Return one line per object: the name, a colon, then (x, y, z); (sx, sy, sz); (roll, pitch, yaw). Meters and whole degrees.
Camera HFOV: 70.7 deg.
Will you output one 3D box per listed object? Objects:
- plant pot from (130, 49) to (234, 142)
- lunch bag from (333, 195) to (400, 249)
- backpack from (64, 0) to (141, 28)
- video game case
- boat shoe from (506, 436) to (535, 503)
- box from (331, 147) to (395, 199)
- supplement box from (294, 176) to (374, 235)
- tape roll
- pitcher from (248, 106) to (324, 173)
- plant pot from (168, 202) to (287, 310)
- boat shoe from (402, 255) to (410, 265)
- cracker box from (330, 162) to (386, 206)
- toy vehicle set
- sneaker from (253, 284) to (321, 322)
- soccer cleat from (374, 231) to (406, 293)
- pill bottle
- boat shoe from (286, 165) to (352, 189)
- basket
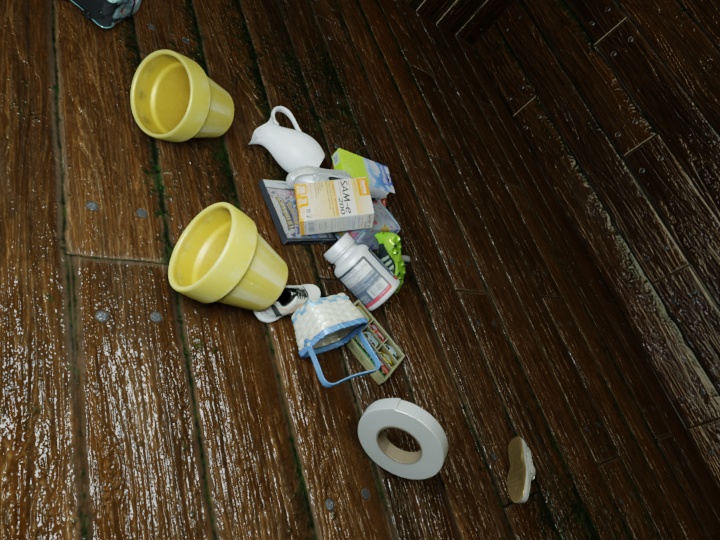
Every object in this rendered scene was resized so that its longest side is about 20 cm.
plant pot: (-0.420, -0.410, 1.250); (0.201, 0.201, 0.189); (60, 24, 12)
lunch bag: (-0.007, -0.163, 1.507); (0.169, 0.127, 0.200); (-3, 48, -47)
backpack: (-0.657, -0.748, 1.312); (0.176, 0.153, 0.200); (35, 34, -11)
video game case: (-0.174, -0.163, 1.417); (0.180, 0.025, 0.200); (-5, 63, -47)
boat shoe: (0.458, 0.564, 1.421); (0.069, 0.071, 0.200); (38, 38, -13)
box: (0.010, -0.300, 1.601); (0.200, 0.048, 0.122); (12, 53, -37)
supplement box: (-0.072, -0.174, 1.366); (0.199, 0.074, 0.126); (-8, 61, -8)
tape roll: (0.090, 0.368, 1.107); (0.203, 0.203, 0.037); (47, 38, -4)
pitcher: (-0.197, -0.375, 1.479); (0.200, 0.121, 0.172); (32, 63, -12)
plant pot: (-0.264, -0.010, 1.071); (0.189, 0.200, 0.201); (37, 37, -43)
boat shoe: (0.076, -0.017, 1.527); (0.200, 0.068, 0.057); (-1, 88, -46)
cracker box: (-0.004, -0.286, 1.661); (0.200, 0.058, 0.134); (30, 43, -25)
toy vehicle set: (0.021, 0.184, 1.328); (0.200, 0.027, 0.124); (50, 38, -1)
sneaker: (-0.156, 0.069, 1.204); (0.200, 0.080, 0.074); (-19, 73, -52)
soccer cleat: (0.083, -0.024, 1.446); (0.081, 0.201, 0.067); (19, 42, 33)
pill bottle: (0.000, 0.000, 1.383); (0.200, 0.120, 0.120); (47, 38, -5)
boat shoe: (-0.108, -0.249, 1.439); (0.199, 0.072, 0.069); (2, 26, -31)
basket: (-0.055, 0.161, 1.177); (0.176, 0.139, 0.200); (-5, 55, -46)
